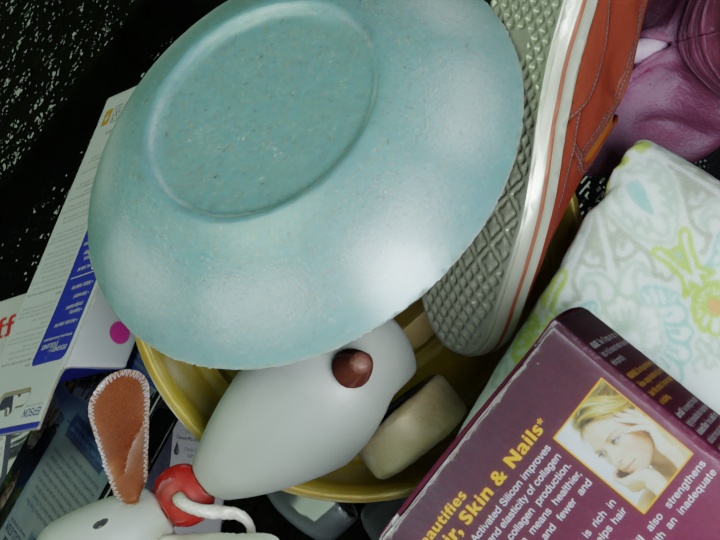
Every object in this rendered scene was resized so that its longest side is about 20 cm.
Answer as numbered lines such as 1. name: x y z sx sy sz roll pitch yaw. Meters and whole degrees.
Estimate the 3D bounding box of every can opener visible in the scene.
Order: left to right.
1. can opener: 0.017 0.130 1.189 0.066 0.053 0.200 -44 45 6

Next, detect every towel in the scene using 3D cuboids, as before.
1. towel: 0.132 0.073 1.039 0.171 0.048 0.200 33 97 17

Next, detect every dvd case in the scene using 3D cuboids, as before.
1. dvd case: -0.133 0.090 1.238 0.201 0.018 0.143 -61 24 2

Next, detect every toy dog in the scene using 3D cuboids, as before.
1. toy dog: -0.046 0.077 1.053 0.200 0.132 0.096 -57 -3 2

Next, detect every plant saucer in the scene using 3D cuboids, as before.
1. plant saucer: -0.032 -0.056 1.045 0.200 0.039 0.202 -14 54 20

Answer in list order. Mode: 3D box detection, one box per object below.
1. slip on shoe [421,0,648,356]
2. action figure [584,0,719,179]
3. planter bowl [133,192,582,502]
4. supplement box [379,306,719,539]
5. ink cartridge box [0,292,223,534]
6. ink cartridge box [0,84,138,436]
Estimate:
1. slip on shoe: 0.077 -0.059 1.064 0.074 0.061 0.201 21 97 53
2. action figure: 0.156 -0.106 1.081 0.200 0.148 0.135 165 103 -74
3. planter bowl: 0.000 0.000 1.141 0.201 0.200 0.083 -64 -4 1
4. supplement box: 0.122 0.118 0.968 0.200 0.086 0.110 39 101 8
5. ink cartridge box: -0.145 0.109 1.351 0.144 0.084 0.201 -16 59 41
6. ink cartridge box: -0.129 -0.003 1.263 0.095 0.037 0.201 -15 48 58
